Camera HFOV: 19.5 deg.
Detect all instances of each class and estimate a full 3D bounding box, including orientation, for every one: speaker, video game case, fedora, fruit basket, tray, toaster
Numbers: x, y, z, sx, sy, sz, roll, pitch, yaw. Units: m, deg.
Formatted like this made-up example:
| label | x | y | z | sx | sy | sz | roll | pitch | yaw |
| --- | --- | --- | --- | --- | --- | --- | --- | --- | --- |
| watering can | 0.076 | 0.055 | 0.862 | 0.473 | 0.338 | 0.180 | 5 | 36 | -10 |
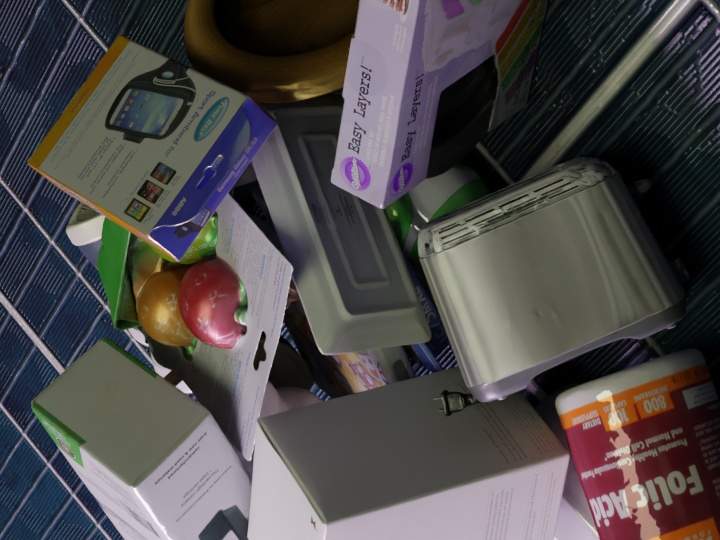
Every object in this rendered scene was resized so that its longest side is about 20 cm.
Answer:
| label | x | y | z | sx | sy | sz | roll | pitch | yaw |
| --- | --- | --- | --- | --- | --- | --- | --- | --- | --- |
| speaker | 0.005 | -0.094 | 1.580 | 0.200 | 0.088 | 0.089 | 43 | 137 | 15 |
| video game case | -0.010 | 0.063 | 1.657 | 0.200 | 0.023 | 0.183 | 36 | 156 | 50 |
| fedora | -0.028 | -0.187 | 1.515 | 0.199 | 0.201 | 0.082 | 25 | 163 | 31 |
| fruit basket | -0.112 | 0.007 | 1.529 | 0.200 | 0.093 | 0.187 | 42 | 135 | 33 |
| tray | -0.016 | -0.040 | 1.477 | 0.022 | 0.107 | 0.202 | -37 | 67 | 45 |
| toaster | 0.123 | 0.005 | 1.465 | 0.198 | 0.114 | 0.130 | -23 | 93 | 8 |

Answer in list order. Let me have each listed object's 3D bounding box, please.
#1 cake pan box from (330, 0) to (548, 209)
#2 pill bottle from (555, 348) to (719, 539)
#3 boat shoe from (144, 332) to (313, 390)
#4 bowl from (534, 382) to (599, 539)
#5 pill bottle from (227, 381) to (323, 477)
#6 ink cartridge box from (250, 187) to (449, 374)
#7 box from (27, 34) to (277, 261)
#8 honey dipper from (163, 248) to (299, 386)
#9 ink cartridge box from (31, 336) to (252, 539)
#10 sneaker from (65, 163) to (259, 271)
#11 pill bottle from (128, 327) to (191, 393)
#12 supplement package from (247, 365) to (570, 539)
| label | x | y | z | sx | sy | sz | roll | pitch | yaw |
| --- | --- | --- | --- | --- | --- | --- | --- | --- | --- |
| cake pan box | 0.061 | -0.159 | 1.408 | 0.052 | 0.184 | 0.201 | 31 | 132 | 25 |
| pill bottle | 0.220 | 0.166 | 1.478 | 0.114 | 0.113 | 0.202 | -26 | 80 | 49 |
| boat shoe | -0.109 | 0.059 | 1.710 | 0.072 | 0.201 | 0.061 | -41 | 54 | 12 |
| bowl | 0.168 | 0.211 | 1.624 | 0.200 | 0.074 | 0.200 | 49 | 139 | 7 |
| pill bottle | -0.046 | 0.165 | 1.711 | 0.111 | 0.113 | 0.200 | -5 | 144 | 45 |
| ink cartridge box | 0.000 | 0.000 | 1.605 | 0.200 | 0.042 | 0.120 | 36 | 163 | 53 |
| box | -0.143 | -0.086 | 1.467 | 0.199 | 0.120 | 0.041 | 30 | 172 | 46 |
| honey dipper | -0.107 | 0.047 | 1.610 | 0.200 | 0.038 | 0.038 | -40 | 85 | 25 |
| ink cartridge box | -0.143 | 0.166 | 1.586 | 0.146 | 0.083 | 0.201 | 30 | 156 | 43 |
| sneaker | -0.132 | -0.044 | 1.649 | 0.198 | 0.075 | 0.085 | -19 | 117 | 26 |
| pill bottle | -0.154 | -0.003 | 1.771 | 0.110 | 0.110 | 0.202 | 11 | 122 | 39 |
| supplement package | 0.032 | 0.163 | 1.517 | 0.120 | 0.198 | 0.122 | 52 | 146 | 43 |
